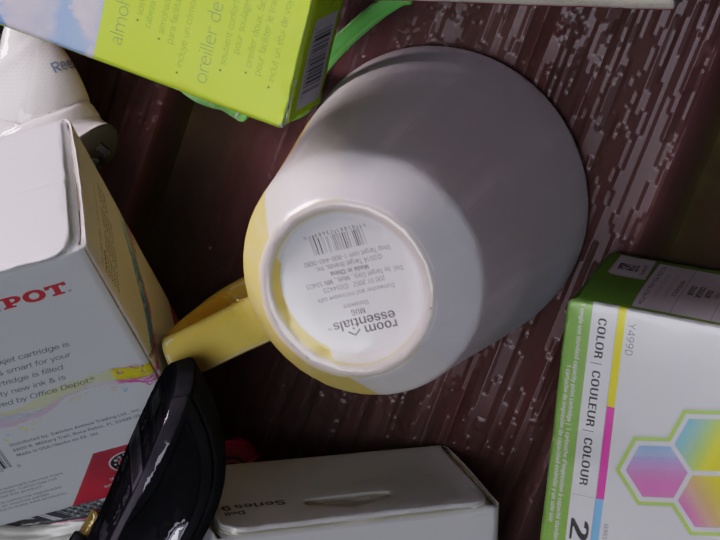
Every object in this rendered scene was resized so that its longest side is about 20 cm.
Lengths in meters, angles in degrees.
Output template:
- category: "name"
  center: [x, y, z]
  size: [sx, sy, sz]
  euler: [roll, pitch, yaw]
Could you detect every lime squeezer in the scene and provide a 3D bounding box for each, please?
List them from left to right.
- category: "lime squeezer"
  center: [-0.063, -0.104, 1.228]
  size: [0.199, 0.038, 0.071]
  euler: [3, 135, 25]

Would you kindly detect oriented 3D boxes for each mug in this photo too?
- category: "mug"
  center: [0.009, 0.000, 1.183]
  size: [0.149, 0.153, 0.187]
  euler: [32, 115, 6]

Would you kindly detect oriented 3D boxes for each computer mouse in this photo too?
- category: "computer mouse"
  center: [-0.108, 0.130, 1.208]
  size: [0.046, 0.140, 0.201]
  euler: [22, 98, -12]

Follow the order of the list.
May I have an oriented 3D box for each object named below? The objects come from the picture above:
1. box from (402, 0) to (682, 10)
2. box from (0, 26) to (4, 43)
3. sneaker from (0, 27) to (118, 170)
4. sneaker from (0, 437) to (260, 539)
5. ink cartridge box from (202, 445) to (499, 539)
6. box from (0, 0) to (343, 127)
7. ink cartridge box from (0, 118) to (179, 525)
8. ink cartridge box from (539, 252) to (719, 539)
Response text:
- category: "box"
  center: [0.055, -0.191, 1.130]
  size: [0.199, 0.109, 0.129]
  euler: [4, 108, 18]
- category: "box"
  center: [-0.282, -0.089, 1.310]
  size: [0.199, 0.049, 0.162]
  euler: [24, 110, 8]
- category: "sneaker"
  center: [-0.214, -0.058, 1.247]
  size: [0.199, 0.074, 0.087]
  euler: [-23, 85, 17]
- category: "sneaker"
  center: [-0.143, 0.116, 1.319]
  size: [0.199, 0.081, 0.075]
  euler: [5, 94, 9]
- category: "ink cartridge box"
  center: [-0.013, 0.197, 1.257]
  size: [0.145, 0.088, 0.201]
  euler: [-5, 111, -17]
- category: "box"
  center: [-0.102, -0.153, 1.111]
  size: [0.199, 0.048, 0.122]
  euler: [21, 113, 14]
- category: "ink cartridge box"
  center: [-0.170, 0.032, 1.216]
  size: [0.145, 0.083, 0.200]
  euler: [-15, 143, 6]
- category: "ink cartridge box"
  center: [0.194, 0.086, 1.189]
  size: [0.199, 0.076, 0.149]
  euler: [11, 110, 17]
